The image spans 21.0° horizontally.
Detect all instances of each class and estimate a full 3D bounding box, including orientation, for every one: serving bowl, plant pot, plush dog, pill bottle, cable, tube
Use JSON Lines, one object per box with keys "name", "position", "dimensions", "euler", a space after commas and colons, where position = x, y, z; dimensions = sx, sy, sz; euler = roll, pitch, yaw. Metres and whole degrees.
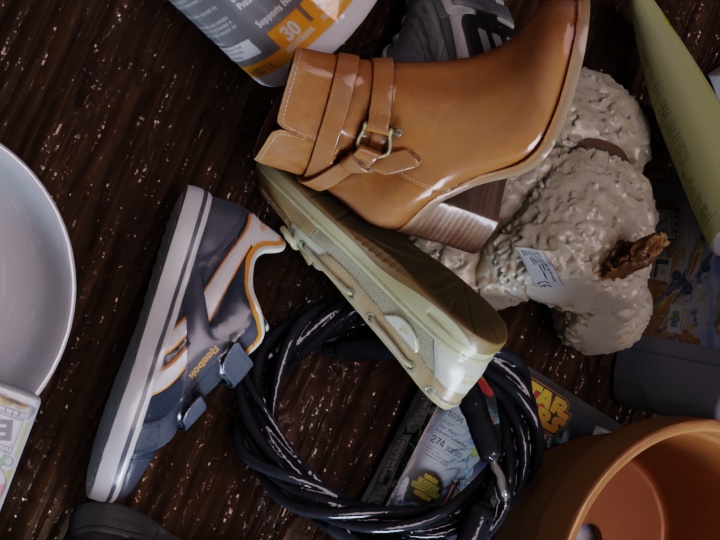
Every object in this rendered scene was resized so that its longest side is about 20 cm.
{"name": "serving bowl", "position": [-0.268, 0.009, 1.117], "dimensions": [0.199, 0.066, 0.201], "euler": [-2, 95, -24]}
{"name": "plant pot", "position": [0.175, 0.185, 1.239], "dimensions": [0.199, 0.140, 0.201], "euler": [-2, 95, -26]}
{"name": "plush dog", "position": [0.138, -0.057, 1.274], "dimensions": [0.199, 0.160, 0.172], "euler": [15, 62, -27]}
{"name": "pill bottle", "position": [-0.087, -0.213, 1.157], "dimensions": [0.200, 0.116, 0.117], "euler": [42, 77, -22]}
{"name": "cable", "position": [0.015, 0.092, 1.224], "dimensions": [0.200, 0.051, 0.163], "euler": [33, 85, 7]}
{"name": "tube", "position": [0.216, -0.105, 1.274], "dimensions": [0.052, 0.058, 0.201], "euler": [0, 55, -32]}

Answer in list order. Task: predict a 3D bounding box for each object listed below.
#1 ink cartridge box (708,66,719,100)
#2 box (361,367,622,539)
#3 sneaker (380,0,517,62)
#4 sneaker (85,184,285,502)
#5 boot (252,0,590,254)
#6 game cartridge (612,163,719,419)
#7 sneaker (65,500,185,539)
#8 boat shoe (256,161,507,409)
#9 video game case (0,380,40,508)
{"name": "ink cartridge box", "position": [0.369, -0.147, 1.361], "dimensions": [0.200, 0.145, 0.084], "euler": [-31, 106, -20]}
{"name": "box", "position": [0.112, 0.147, 1.314], "dimensions": [0.200, 0.040, 0.137], "euler": [31, 80, -24]}
{"name": "sneaker", "position": [0.037, -0.166, 1.244], "dimensions": [0.075, 0.115, 0.201], "euler": [18, 51, -36]}
{"name": "sneaker", "position": [-0.104, 0.053, 1.188], "dimensions": [0.079, 0.078, 0.201], "euler": [21, 84, -13]}
{"name": "boot", "position": [0.034, -0.102, 1.123], "dimensions": [0.154, 0.074, 0.200], "euler": [22, 127, -10]}
{"name": "game cartridge", "position": [0.235, 0.003, 1.317], "dimensions": [0.041, 0.133, 0.201], "euler": [9, 90, -26]}
{"name": "sneaker", "position": [-0.123, 0.208, 1.181], "dimensions": [0.199, 0.060, 0.104], "euler": [24, 41, -20]}
{"name": "boat shoe", "position": [0.002, 0.000, 1.206], "dimensions": [0.063, 0.201, 0.073], "euler": [-57, 162, 25]}
{"name": "video game case", "position": [-0.297, 0.121, 1.063], "dimensions": [0.199, 0.023, 0.183], "euler": [23, 84, -25]}
